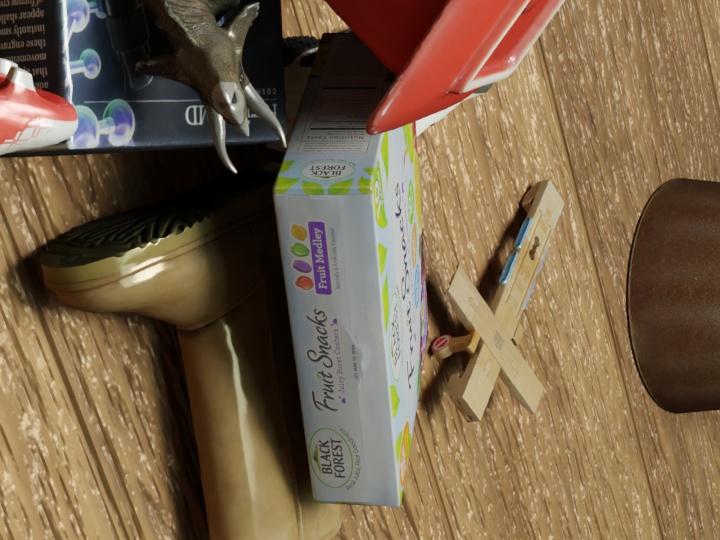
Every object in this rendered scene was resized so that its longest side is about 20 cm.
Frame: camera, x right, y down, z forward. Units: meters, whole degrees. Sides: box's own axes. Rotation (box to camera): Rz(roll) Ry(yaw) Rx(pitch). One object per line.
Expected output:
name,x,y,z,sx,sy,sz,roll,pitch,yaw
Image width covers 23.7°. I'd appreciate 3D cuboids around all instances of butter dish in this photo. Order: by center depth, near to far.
butter dish,0.037,-0.178,0.770,0.200,0.147,0.200,-53,174,17

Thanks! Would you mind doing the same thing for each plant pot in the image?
plant pot,0.336,0.020,1.314,0.186,0.198,0.189,0,90,-53

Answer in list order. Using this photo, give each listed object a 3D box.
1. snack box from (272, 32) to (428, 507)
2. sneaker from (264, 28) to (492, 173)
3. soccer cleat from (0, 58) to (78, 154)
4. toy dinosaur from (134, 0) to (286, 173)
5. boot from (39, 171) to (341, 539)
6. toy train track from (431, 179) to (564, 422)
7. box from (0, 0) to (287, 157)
snack box,0.000,0.000,0.880,0.143,0.052,0.201,-75,164,-51
sneaker,0.008,-0.098,0.992,0.199,0.073,0.081,-17,118,-48
soccer cleat,-0.207,-0.044,0.648,0.198,0.069,0.086,-1,103,-25
toy dinosaur,-0.063,-0.152,0.719,0.103,0.076,0.202,62,36,-52
boot,-0.076,0.065,0.870,0.175,0.066,0.202,-24,111,-50
toy train track,0.090,0.018,1.126,0.115,0.032,0.201,54,44,-29
box,-0.122,-0.154,0.772,0.148,0.106,0.202,-9,98,-54
